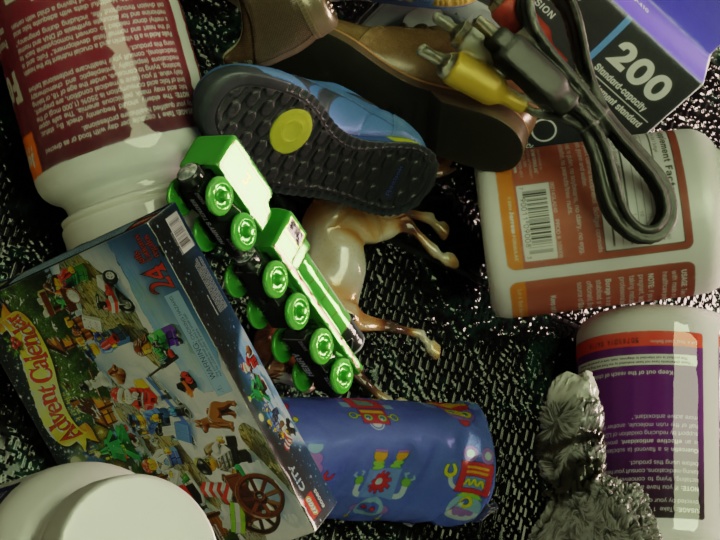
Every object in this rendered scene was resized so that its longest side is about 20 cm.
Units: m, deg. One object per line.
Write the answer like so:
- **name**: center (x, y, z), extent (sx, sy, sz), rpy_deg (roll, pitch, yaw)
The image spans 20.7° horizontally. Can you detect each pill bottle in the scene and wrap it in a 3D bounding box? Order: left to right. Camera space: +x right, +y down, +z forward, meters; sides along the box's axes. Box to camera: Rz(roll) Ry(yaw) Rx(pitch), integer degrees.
- **pill bottle**: center (-0.159, 0.165, 1.061), extent (0.119, 0.200, 0.120), rpy_deg (8, 75, -29)
- **pill bottle**: center (-0.151, -0.105, 1.182), extent (0.114, 0.114, 0.201), rpy_deg (-13, 85, -32)
- **pill bottle**: center (0.180, -0.034, 1.314), extent (0.199, 0.112, 0.113), rpy_deg (-7, 80, 3)
- **pill bottle**: center (0.202, 0.129, 1.338), extent (0.112, 0.112, 0.201), rpy_deg (10, 73, -29)

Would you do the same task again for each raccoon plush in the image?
- **raccoon plush**: center (0.179, 0.173, 1.251), extent (0.134, 0.097, 0.201), rpy_deg (32, 60, -41)

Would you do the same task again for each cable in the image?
- **cable**: center (0.132, -0.106, 1.248), extent (0.200, 0.050, 0.097), rpy_deg (44, 71, -12)

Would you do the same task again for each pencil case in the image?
- **pencil case**: center (-0.010, 0.121, 1.235), extent (0.199, 0.078, 0.087), rpy_deg (5, 115, -31)

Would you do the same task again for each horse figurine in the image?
- **horse figurine**: center (0.000, 0.000, 1.285), extent (0.132, 0.050, 0.201), rpy_deg (24, 69, -27)

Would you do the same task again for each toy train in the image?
- **toy train**: center (-0.050, -0.001, 1.166), extent (0.200, 0.042, 0.057), rpy_deg (57, 47, -39)

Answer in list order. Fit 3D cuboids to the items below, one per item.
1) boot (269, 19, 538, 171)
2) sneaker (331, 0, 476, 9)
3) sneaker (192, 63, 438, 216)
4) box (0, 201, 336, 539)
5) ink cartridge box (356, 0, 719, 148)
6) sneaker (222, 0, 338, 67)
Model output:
- **boot**: center (0.023, -0.133, 1.297), extent (0.199, 0.074, 0.076), rpy_deg (22, 54, 5)
- **sneaker**: center (-0.015, -0.207, 1.279), extent (0.199, 0.088, 0.076), rpy_deg (12, 75, -5)
- **sneaker**: center (-0.039, -0.088, 1.210), extent (0.200, 0.078, 0.066), rpy_deg (17, 111, -47)
- **box**: center (-0.119, 0.077, 1.134), extent (0.200, 0.136, 0.038), rpy_deg (62, 27, -10)
- **ink cartridge box**: center (0.131, -0.165, 1.328), extent (0.198, 0.200, 0.043), rpy_deg (39, 23, -17)
- **sneaker**: center (-0.090, -0.213, 1.188), extent (0.075, 0.070, 0.200), rpy_deg (-30, 72, 4)
